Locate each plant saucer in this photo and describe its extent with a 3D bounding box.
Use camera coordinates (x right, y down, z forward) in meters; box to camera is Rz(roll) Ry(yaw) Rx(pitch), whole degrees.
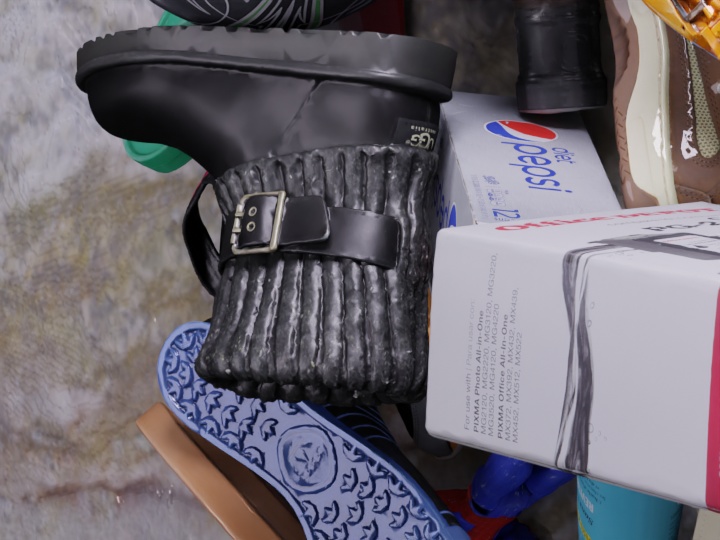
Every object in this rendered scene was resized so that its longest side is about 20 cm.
[{"bbox_3d":[-0.032,0.138,1.460,0.032,0.200,0.200,-42,47,-3],"label":"plant saucer"}]

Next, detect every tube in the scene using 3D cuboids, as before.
[{"bbox_3d":[0.114,0.119,1.287,0.078,0.050,0.201,-90,0,-46],"label":"tube"}]

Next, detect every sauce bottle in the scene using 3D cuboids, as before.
[{"bbox_3d":[0.083,-0.171,1.316,0.065,0.064,0.202,6,100,55],"label":"sauce bottle"}]

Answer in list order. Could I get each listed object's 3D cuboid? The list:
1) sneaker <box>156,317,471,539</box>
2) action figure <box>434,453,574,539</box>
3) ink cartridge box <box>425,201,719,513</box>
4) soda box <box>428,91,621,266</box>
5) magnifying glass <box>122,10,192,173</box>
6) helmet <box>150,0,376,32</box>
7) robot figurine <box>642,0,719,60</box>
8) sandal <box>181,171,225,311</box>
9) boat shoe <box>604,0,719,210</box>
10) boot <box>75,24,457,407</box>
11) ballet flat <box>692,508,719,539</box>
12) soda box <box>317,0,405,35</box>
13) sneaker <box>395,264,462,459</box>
[{"bbox_3d":[-0.004,0.091,1.372,0.200,0.078,0.070,46,114,17],"label":"sneaker"},{"bbox_3d":[0.075,0.120,1.369,0.200,0.065,0.100,-44,50,49],"label":"action figure"},{"bbox_3d":[0.139,0.030,1.082,0.199,0.145,0.084,13,104,51],"label":"ink cartridge box"},{"bbox_3d":[0.068,-0.019,1.279,0.200,0.068,0.064,-101,17,-71],"label":"soda box"},{"bbox_3d":[-0.072,-0.143,1.462,0.079,0.022,0.201,-6,62,55],"label":"magnifying glass"},{"bbox_3d":[-0.041,-0.199,1.310,0.200,0.199,0.192,11,102,54],"label":"helmet"},{"bbox_3d":[0.139,-0.170,1.160,0.145,0.058,0.201,-41,65,18],"label":"robot figurine"},{"bbox_3d":[-0.058,-0.009,1.450,0.075,0.045,0.202,23,114,53],"label":"sandal"},{"bbox_3d":[0.143,-0.108,1.248,0.074,0.075,0.204,-8,73,14],"label":"boat shoe"},{"bbox_3d":[-0.051,-0.024,1.301,0.210,0.079,0.159,5,87,42],"label":"boot"},{"bbox_3d":[0.165,0.048,1.228,0.069,0.069,0.201,25,115,51],"label":"ballet flat"},{"bbox_3d":[-0.017,-0.060,1.478,0.070,0.063,0.202,4,99,56],"label":"soda box"},{"bbox_3d":[0.000,0.000,1.401,0.078,0.077,0.201,-76,-34,-68],"label":"sneaker"}]
